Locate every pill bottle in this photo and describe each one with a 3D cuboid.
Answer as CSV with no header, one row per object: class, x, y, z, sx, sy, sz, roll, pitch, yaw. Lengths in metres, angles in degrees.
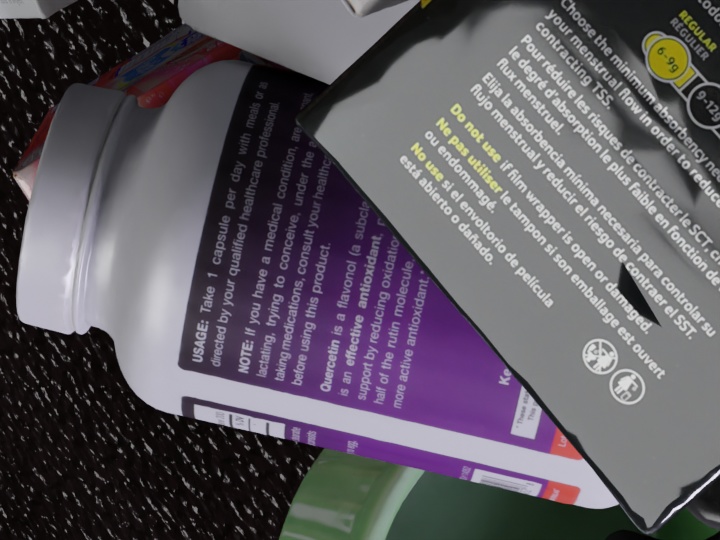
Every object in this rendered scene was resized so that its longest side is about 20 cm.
pill bottle,0.000,0.000,0.837,0.199,0.113,0.113,13,144,2

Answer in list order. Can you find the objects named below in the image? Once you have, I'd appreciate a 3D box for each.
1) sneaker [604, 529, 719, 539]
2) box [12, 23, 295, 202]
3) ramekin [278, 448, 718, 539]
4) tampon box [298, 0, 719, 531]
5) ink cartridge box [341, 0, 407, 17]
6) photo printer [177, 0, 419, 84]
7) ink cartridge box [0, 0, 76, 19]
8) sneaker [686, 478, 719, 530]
sneaker,0.158,0.105,0.878,0.199,0.076,0.088,-19,97,26
box,-0.055,-0.036,0.993,0.095,0.102,0.200,58,-178,-10
ramekin,0.064,0.124,0.985,0.200,0.200,0.098,62,159,-15
tampon box,0.115,-0.065,0.633,0.200,0.150,0.126,-43,85,25
ink cartridge box,0.055,-0.138,0.632,0.200,0.176,0.045,-42,85,23
photo printer,0.032,-0.146,0.792,0.166,0.069,0.201,24,113,33
ink cartridge box,-0.171,-0.206,1.086,0.145,0.087,0.201,9,127,54
sneaker,0.194,0.018,0.803,0.201,0.108,0.067,-32,72,27
